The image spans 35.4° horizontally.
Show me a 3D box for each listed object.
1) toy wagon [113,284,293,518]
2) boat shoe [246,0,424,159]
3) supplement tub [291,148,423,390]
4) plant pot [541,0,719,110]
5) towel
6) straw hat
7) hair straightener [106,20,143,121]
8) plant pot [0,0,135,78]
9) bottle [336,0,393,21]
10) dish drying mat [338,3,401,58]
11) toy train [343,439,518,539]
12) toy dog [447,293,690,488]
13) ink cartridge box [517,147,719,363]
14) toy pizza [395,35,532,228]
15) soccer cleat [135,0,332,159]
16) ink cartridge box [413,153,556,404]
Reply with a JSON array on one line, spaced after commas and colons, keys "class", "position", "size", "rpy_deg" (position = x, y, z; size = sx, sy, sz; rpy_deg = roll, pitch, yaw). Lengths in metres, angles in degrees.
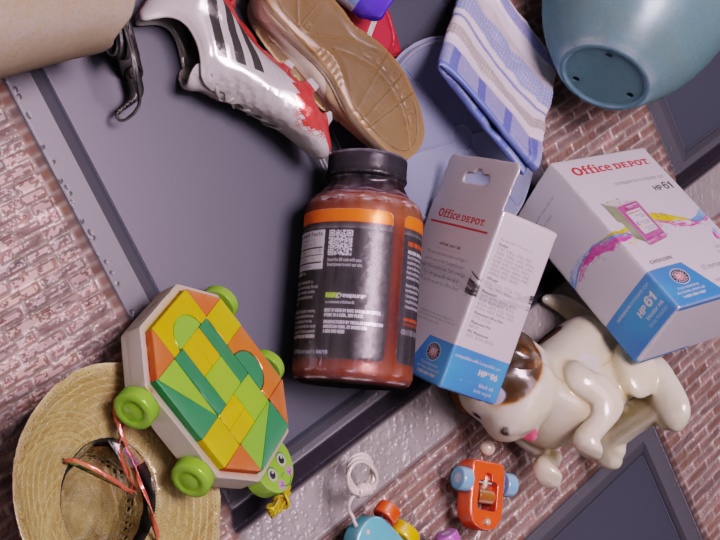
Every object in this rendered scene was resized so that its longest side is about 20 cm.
[{"class": "toy wagon", "position": [-0.106, 0.108, 0.890], "size": [0.200, 0.039, 0.155], "rpy_deg": [54, 34, -16]}, {"class": "boat shoe", "position": [-0.023, -0.177, 0.997], "size": [0.200, 0.069, 0.074], "rpy_deg": [51, 62, -14]}, {"class": "supplement tub", "position": [0.000, 0.000, 0.973], "size": [0.107, 0.107, 0.201], "rpy_deg": [11, 80, -33]}, {"class": "plant pot", "position": [0.262, -0.239, 1.116], "size": [0.200, 0.200, 0.135], "rpy_deg": [39, 63, -25]}, {"class": "towel", "position": [0.138, -0.197, 1.090], "size": [0.147, 0.024, 0.200], "rpy_deg": [47, 37, -21]}, {"class": "straw hat", "position": [-0.197, 0.174, 0.832], "size": [0.201, 0.085, 0.202], "rpy_deg": [34, 43, -39]}, {"class": "hair straightener", "position": [-0.201, -0.217, 0.880], "size": [0.041, 0.077, 0.201], "rpy_deg": [-8, 95, -5]}, {"class": "plant pot", "position": [-0.265, -0.209, 0.779], "size": [0.183, 0.200, 0.201], "rpy_deg": [-18, 95, -46]}, {"class": "bottle", "position": [-0.045, -0.301, 0.973], "size": [0.200, 0.065, 0.084], "rpy_deg": [35, 103, -8]}, {"class": "dish drying mat", "position": [-0.019, -0.287, 1.042], "size": [0.077, 0.018, 0.201], "rpy_deg": [-23, 98, -33]}, {"class": "toy train", "position": [0.053, 0.226, 1.022], "size": [0.199, 0.056, 0.151], "rpy_deg": [10, 75, -34]}, {"class": "toy dog", "position": [0.184, 0.104, 1.073], "size": [0.199, 0.139, 0.195], "rpy_deg": [0, 68, -34]}, {"class": "ink cartridge box", "position": [0.274, -0.022, 1.114], "size": [0.144, 0.085, 0.200], "rpy_deg": [-12, 52, -36]}, {"class": "toy pizza", "position": [0.089, -0.126, 1.093], "size": [0.199, 0.032, 0.201], "rpy_deg": [5, 82, -35]}, {"class": "soccer cleat", "position": [-0.104, -0.162, 0.947], "size": [0.085, 0.069, 0.200], "rpy_deg": [-45, 107, -20]}, {"class": "ink cartridge box", "position": [0.099, 0.004, 1.007], "size": [0.068, 0.116, 0.201], "rpy_deg": [21, 90, -30]}]
